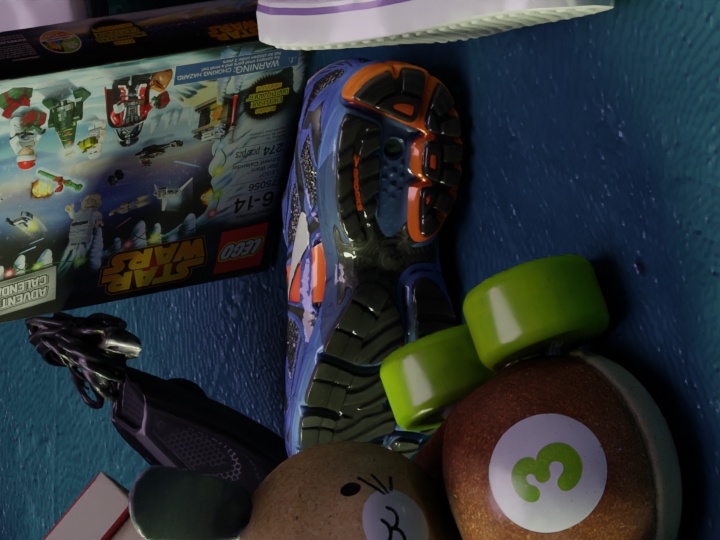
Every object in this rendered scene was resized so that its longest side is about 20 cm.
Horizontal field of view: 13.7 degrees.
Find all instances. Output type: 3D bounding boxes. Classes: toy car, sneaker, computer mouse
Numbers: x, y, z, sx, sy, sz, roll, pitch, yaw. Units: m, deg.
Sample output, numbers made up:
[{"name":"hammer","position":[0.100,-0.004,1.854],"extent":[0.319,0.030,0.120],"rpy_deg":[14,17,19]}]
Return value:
[{"name":"toy car","position":[0.012,0.105,1.164],"extent":[0.158,0.199,0.165],"rpy_deg":[-41,65,58]},{"name":"sneaker","position":[0.000,0.000,1.294],"extent":[0.078,0.075,0.201],"rpy_deg":[-138,53,-59]},{"name":"sneaker","position":[0.027,-0.148,1.190],"extent":[0.200,0.072,0.115],"rpy_deg":[-6,91,50]},{"name":"computer mouse","position":[-0.064,0.083,1.379],"extent":[0.200,0.053,0.138],"rpy_deg":[47,170,-11]}]

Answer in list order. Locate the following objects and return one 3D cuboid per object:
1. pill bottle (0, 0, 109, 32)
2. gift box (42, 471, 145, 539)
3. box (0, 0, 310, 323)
[{"name":"pill bottle","position":[-0.179,-0.119,1.440],"extent":[0.200,0.113,0.114],"rpy_deg":[-90,-8,-82]},{"name":"gift box","position":[-0.088,0.230,1.371],"extent":[0.187,0.185,0.200],"rpy_deg":[39,173,45]},{"name":"box","position":[-0.124,-0.047,1.349],"extent":[0.040,0.199,0.137],"rpy_deg":[51,141,40]}]
